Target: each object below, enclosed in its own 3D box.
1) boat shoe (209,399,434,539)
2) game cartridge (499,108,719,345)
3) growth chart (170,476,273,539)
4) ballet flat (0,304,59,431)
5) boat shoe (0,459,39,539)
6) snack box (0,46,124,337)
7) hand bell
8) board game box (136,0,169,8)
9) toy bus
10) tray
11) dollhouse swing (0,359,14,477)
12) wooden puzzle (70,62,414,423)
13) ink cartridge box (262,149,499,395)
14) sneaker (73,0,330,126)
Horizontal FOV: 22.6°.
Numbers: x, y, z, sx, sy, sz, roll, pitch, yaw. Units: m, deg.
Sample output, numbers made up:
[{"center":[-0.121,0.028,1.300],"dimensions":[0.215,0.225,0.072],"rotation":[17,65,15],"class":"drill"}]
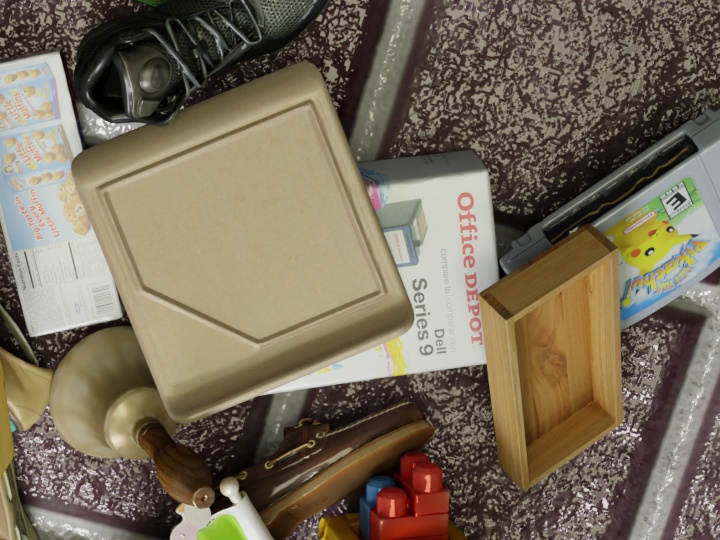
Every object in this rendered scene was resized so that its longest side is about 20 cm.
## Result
[{"center":[-0.043,0.147,1.354],"dimensions":[0.199,0.070,0.071],"rotation":[-30,65,-3],"class":"boat shoe"},{"center":[0.207,-0.024,1.314],"dimensions":[0.199,0.041,0.133],"rotation":[-34,143,4],"class":"game cartridge"},{"center":[-0.129,0.249,1.255],"dimensions":[0.200,0.018,0.145],"rotation":[-47,130,-13],"class":"growth chart"},{"center":[-0.301,0.033,1.312],"dimensions":[0.200,0.069,0.063],"rotation":[46,74,-18],"class":"ballet flat"},{"center":[-0.288,0.169,1.340],"dimensions":[0.073,0.063,0.201],"rotation":[-24,105,2],"class":"boat shoe"},{"center":[-0.229,-0.055,1.307],"dimensions":[0.071,0.024,0.202],"rotation":[-11,105,-1],"class":"snack box"},{"center":[-0.142,0.121,1.258],"dimensions":[0.103,0.200,0.105],"rotation":[-8,111,-23],"class":"hand bell"},{"center":[-0.136,-0.237,1.269],"dimensions":[0.198,0.023,0.106],"rotation":[21,101,-10],"class":"board game box"},{"center":[0.041,0.240,1.311],"dimensions":[0.134,0.200,0.194],"rotation":[-1,105,-17],"class":"toy bus"},{"center":[0.140,0.066,1.298],"dimensions":[0.098,0.037,0.201],"rotation":[-32,142,-18],"class":"tray"},{"center":[-0.370,0.109,1.214],"dimensions":[0.198,0.176,0.183],"rotation":[12,122,24],"class":"dollhouse swing"},{"center":[-0.080,-0.019,1.237],"dimensions":[0.184,0.037,0.202],"rotation":[-22,89,-2],"class":"wooden puzzle"},{"center":[0.000,0.000,1.310],"dimensions":[0.198,0.088,0.147],"rotation":[-7,104,-5],"class":"ink cartridge box"},{"center":[-0.106,-0.155,1.226],"dimensions":[0.198,0.114,0.077],"rotation":[-21,116,7],"class":"sneaker"}]
